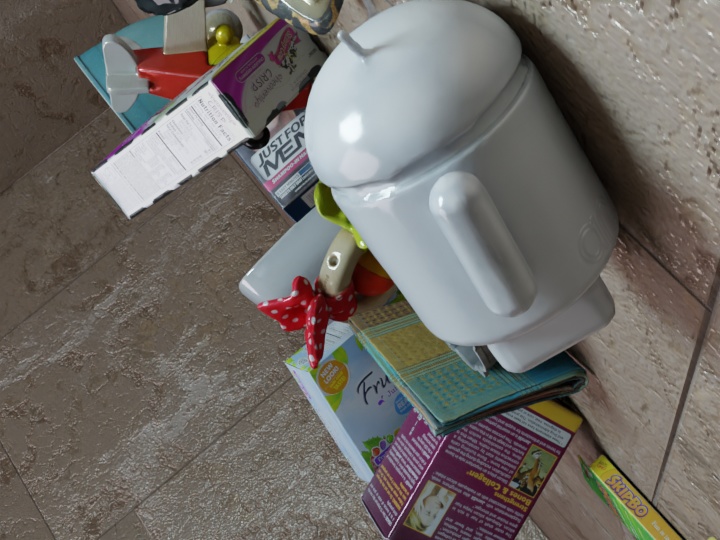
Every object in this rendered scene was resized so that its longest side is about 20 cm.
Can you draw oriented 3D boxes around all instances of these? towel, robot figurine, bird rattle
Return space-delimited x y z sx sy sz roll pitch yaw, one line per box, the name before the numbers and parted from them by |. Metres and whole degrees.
towel | 0.088 0.070 0.875 0.200 0.145 0.022 -135 34 -58
robot figurine | 0.049 -0.045 0.481 0.201 0.112 0.170 53 -169 -25
bird rattle | 0.000 0.000 0.982 0.112 0.202 0.162 21 -171 33

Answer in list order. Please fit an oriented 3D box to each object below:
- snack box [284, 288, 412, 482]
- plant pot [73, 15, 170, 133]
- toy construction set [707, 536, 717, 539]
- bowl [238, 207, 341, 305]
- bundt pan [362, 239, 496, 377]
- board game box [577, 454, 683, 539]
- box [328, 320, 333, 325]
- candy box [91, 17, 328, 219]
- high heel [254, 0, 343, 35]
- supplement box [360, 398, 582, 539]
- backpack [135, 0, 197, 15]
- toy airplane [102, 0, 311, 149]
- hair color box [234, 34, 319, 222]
snack box | 0.042 0.109 1.097 0.067 0.200 0.170 8 132 59
plant pot | -0.290 -0.292 1.486 0.201 0.187 0.200 51 176 5
toy construction set | 0.273 0.237 0.692 0.131 0.092 0.200 49 -174 29
bowl | -0.058 -0.014 1.305 0.075 0.200 0.200 44 177 9
bundt pan | 0.063 -0.018 0.792 0.202 0.076 0.202 50 176 5
board game box | 0.300 0.270 1.021 0.200 0.030 0.096 46 173 31
box | 0.051 0.080 1.239 0.201 0.106 0.122 51 -146 -8
candy box | -0.136 -0.137 0.884 0.199 0.137 0.061 -24 112 42
high heel | -0.028 -0.157 0.551 0.143 0.071 0.201 67 -177 -52
supplement box | 0.111 0.194 1.017 0.130 0.201 0.103 30 -177 -20
backpack | -0.164 -0.281 0.684 0.201 0.126 0.167 57 177 -22
toy airplane | -0.170 -0.219 1.036 0.199 0.142 0.199 -18 134 39
hair color box | -0.104 -0.165 1.153 0.200 0.100 0.061 50 -179 19
